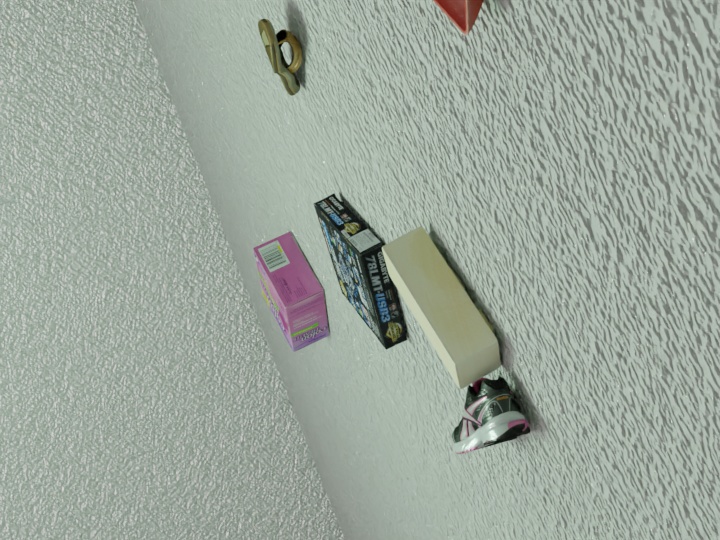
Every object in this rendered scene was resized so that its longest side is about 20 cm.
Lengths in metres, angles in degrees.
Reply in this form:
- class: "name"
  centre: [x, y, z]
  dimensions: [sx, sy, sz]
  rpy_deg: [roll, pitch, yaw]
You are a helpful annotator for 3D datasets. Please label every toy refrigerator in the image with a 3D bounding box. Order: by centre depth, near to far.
- class: "toy refrigerator"
  centre: [0.106, 0.045, 1.450]
  dimensions: [0.201, 0.069, 0.076]
  rpy_deg: [59, 173, 32]

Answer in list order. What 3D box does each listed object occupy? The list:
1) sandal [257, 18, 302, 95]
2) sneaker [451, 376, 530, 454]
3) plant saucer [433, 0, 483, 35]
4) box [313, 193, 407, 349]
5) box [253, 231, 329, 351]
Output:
- class: "sandal"
  centre: [-0.116, -0.337, 1.741]
  dimensions: [0.200, 0.054, 0.081]
  rpy_deg: [56, -168, -73]
- class: "sneaker"
  centre: [0.168, 0.185, 1.471]
  dimensions: [0.200, 0.079, 0.087]
  rpy_deg: [131, 127, -68]
- class: "plant saucer"
  centre: [0.058, -0.345, 0.994]
  dimensions: [0.201, 0.036, 0.201]
  rpy_deg: [56, 164, 37]
- class: "box"
  centre: [0.000, 0.000, 1.866]
  dimensions: [0.199, 0.049, 0.202]
  rpy_deg: [51, 161, 54]
- class: "box"
  centre: [-0.154, 0.049, 2.513]
  dimensions: [0.177, 0.096, 0.201]
  rpy_deg: [59, 167, 29]
